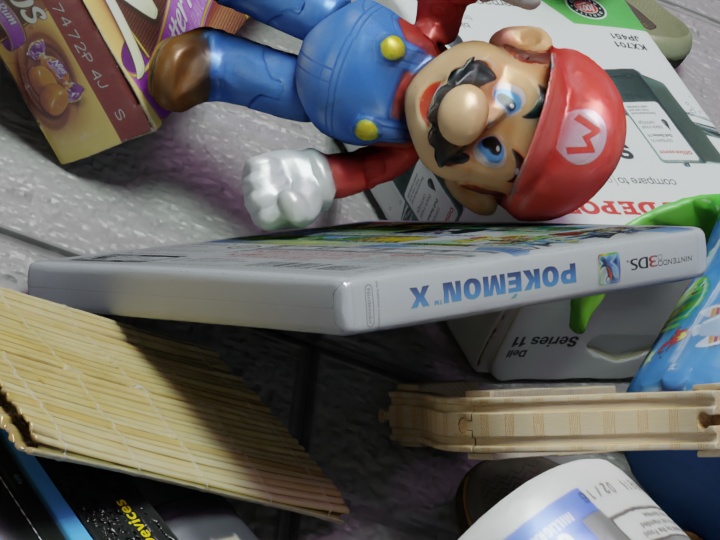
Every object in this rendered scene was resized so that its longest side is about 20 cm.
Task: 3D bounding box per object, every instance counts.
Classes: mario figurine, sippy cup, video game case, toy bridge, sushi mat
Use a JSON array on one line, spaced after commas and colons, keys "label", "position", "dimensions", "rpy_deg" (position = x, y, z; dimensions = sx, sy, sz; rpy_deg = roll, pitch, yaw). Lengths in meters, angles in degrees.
[{"label": "mario figurine", "position": [0.010, -0.078, 0.941], "dimensions": [0.199, 0.124, 0.106], "rpy_deg": [19, 48, 17]}, {"label": "sippy cup", "position": [0.171, 0.042, 0.918], "dimensions": [0.130, 0.177, 0.140], "rpy_deg": [-44, 111, -31]}, {"label": "video game case", "position": [0.000, 0.000, 0.909], "dimensions": [0.181, 0.022, 0.199], "rpy_deg": [-8, 6, -39]}, {"label": "toy bridge", "position": [0.066, 0.055, 0.874], "dimensions": [0.067, 0.027, 0.199], "rpy_deg": [-1, -2, -35]}, {"label": "sushi mat", "position": [-0.081, 0.045, 0.836], "dimensions": [0.096, 0.012, 0.200], "rpy_deg": [46, 13, 30]}]

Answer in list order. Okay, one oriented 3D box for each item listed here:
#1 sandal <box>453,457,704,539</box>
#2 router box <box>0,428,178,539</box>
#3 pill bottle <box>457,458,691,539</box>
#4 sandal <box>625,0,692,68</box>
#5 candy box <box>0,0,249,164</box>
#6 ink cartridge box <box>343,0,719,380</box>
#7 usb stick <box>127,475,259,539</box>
[{"label": "sandal", "position": [0.119, 0.135, 0.888], "dimensions": [0.081, 0.055, 0.200], "rpy_deg": [-12, 50, -43]}, {"label": "router box", "position": [-0.145, 0.092, 0.772], "dimensions": [0.149, 0.051, 0.200], "rpy_deg": [-16, 54, -44]}, {"label": "pill bottle", "position": [0.110, 0.169, 0.787], "dimensions": [0.113, 0.114, 0.200], "rpy_deg": [-16, 53, -45]}, {"label": "sandal", "position": [0.105, -0.185, 1.289], "dimensions": [0.201, 0.058, 0.080], "rpy_deg": [37, 36, 14]}, {"label": "candy box", "position": [-0.103, -0.147, 1.057], "dimensions": [0.117, 0.056, 0.200], "rpy_deg": [62, 28, -19]}, {"label": "ink cartridge box", "position": [0.085, -0.049, 1.079], "dimensions": [0.146, 0.083, 0.201], "rpy_deg": [0, 44, -32]}, {"label": "usb stick", "position": [-0.038, 0.121, 0.818], "dimensions": [0.200, 0.033, 0.055], "rpy_deg": [47, 21, 26]}]
